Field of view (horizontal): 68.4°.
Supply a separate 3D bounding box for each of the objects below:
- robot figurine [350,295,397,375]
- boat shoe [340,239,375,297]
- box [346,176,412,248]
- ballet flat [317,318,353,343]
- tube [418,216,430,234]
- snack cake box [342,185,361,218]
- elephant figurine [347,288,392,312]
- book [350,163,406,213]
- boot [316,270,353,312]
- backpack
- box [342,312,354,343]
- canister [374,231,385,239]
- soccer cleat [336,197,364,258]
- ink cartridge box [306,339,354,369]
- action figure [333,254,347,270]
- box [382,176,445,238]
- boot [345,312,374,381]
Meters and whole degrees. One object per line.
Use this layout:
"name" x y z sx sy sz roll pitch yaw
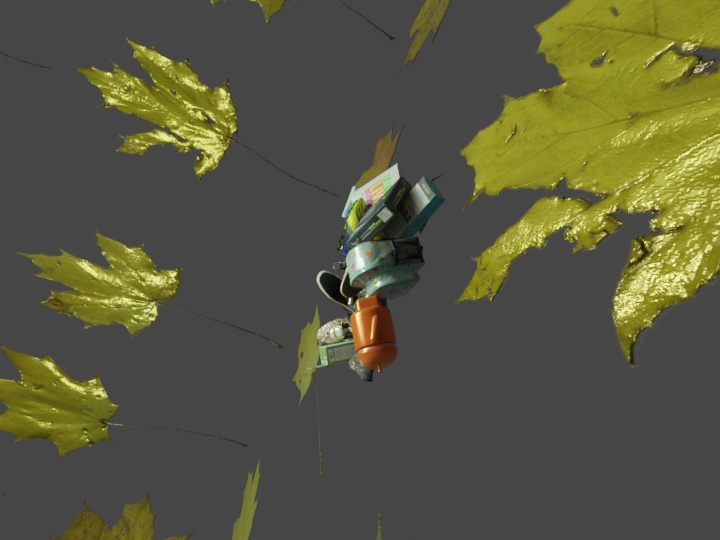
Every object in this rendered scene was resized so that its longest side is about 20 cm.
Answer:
"robot figurine" 0.036 0.172 1.405 0.143 0.115 0.204 -31 64 48
"boat shoe" -0.008 -0.003 1.563 0.065 0.072 0.202 -21 37 58
"box" 0.053 -0.160 1.524 0.200 0.051 0.159 -42 12 43
"ballet flat" -0.039 0.184 1.660 0.064 0.196 0.077 -174 71 -82
"tube" 0.178 -0.175 1.591 0.201 0.051 0.059 -104 -2 -66
"snack cake box" 0.046 -0.208 1.882 0.067 0.197 0.117 -155 86 -78
"elephant figurine" 0.046 0.041 1.610 0.141 0.153 0.203 -21 -43 -63
"book" 0.059 -0.232 1.682 0.198 0.048 0.136 -30 56 31
"boot" -0.075 0.075 1.749 0.073 0.199 0.144 -53 15 -10
"backpack" 0.061 -0.006 1.458 0.176 0.196 0.156 133 137 -60
"box" 0.002 0.175 1.824 0.161 0.048 0.204 -164 94 -80
"canister" 0.091 -0.145 1.747 0.148 0.085 0.203 24 -92 -64
"soccer cleat" -0.013 -0.129 1.649 0.065 0.082 0.204 129 158 -70
"ink cartridge box" -0.072 0.258 1.652 0.104 0.196 0.061 152 107 -73
"action figure" 0.000 0.000 1.727 0.101 0.199 0.121 5 67 45
"box" 0.146 -0.160 1.508 0.200 0.049 0.083 -49 48 26
"boot" -0.009 0.226 1.570 0.200 0.069 0.133 47 118 49
